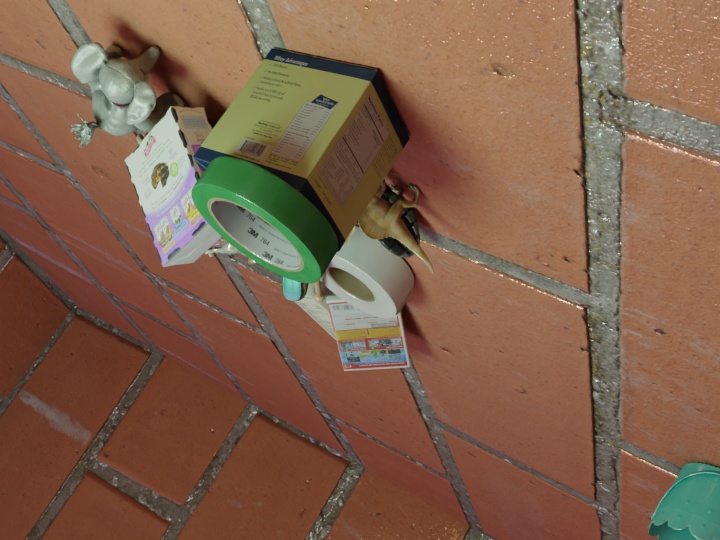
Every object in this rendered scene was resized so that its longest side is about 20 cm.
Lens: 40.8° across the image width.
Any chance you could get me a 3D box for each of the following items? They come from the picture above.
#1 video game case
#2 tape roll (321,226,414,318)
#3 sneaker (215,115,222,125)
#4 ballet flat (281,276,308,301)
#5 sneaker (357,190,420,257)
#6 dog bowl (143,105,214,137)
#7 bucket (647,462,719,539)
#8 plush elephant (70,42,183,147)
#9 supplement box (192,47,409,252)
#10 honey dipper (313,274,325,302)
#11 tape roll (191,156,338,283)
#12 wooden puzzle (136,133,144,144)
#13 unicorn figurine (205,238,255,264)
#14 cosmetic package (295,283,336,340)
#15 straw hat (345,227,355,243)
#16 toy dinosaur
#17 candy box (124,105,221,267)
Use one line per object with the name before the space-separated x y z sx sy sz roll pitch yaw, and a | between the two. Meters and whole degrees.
video game case | 0.018 0.123 1.922 0.140 0.018 0.202 -4 132 9
tape roll | 0.000 0.000 1.762 0.200 0.071 0.203 30 159 12
sneaker | -0.190 -0.206 1.572 0.077 0.080 0.199 44 158 -27
ballet flat | -0.117 -0.043 1.814 0.066 0.072 0.204 5 114 16
sneaker | 0.018 -0.102 1.518 0.200 0.075 0.079 48 167 -13
dog bowl | -0.309 -0.211 1.758 0.198 0.074 0.201 30 160 12
bucket | 0.625 0.444 1.703 0.205 0.136 0.208 29 160 11
plush elephant | -0.378 -0.299 1.559 0.164 0.201 0.155 43 141 -6
supplement box | -0.076 -0.166 1.300 0.198 0.201 0.135 19 156 34
honey dipper | -0.078 0.020 1.784 0.038 0.038 0.201 29 164 11
tape roll | -0.123 -0.063 1.241 0.198 0.049 0.201 30 160 12
wooden puzzle | -0.305 -0.148 1.735 0.198 0.038 0.186 27 160 18
unicorn figurine | -0.187 -0.050 1.724 0.136 0.197 0.075 -13 90 53
cosmetic package | -0.039 0.080 1.984 0.103 0.088 0.200 7 148 52
straw hat | -0.110 -0.055 1.501 0.197 0.086 0.203 13 147 9
toy dinosaur | 0.043 -0.085 1.448 0.199 0.102 0.058 38 160 -12
candy box | -0.289 -0.136 1.574 0.167 0.071 0.203 -35 71 41
